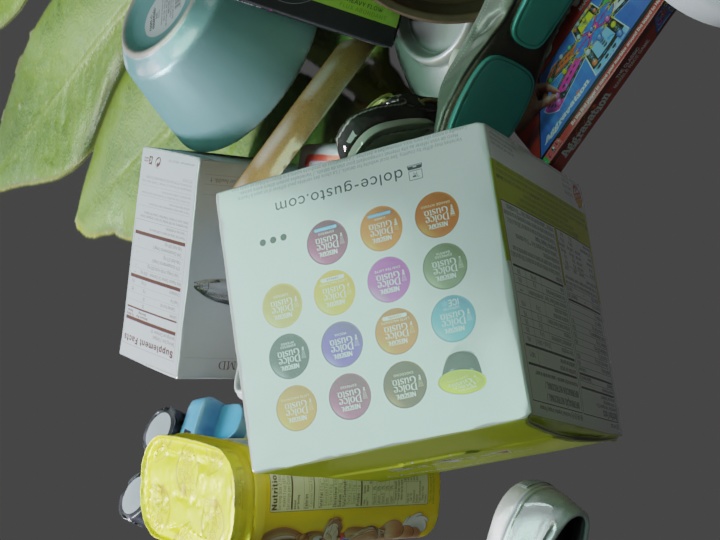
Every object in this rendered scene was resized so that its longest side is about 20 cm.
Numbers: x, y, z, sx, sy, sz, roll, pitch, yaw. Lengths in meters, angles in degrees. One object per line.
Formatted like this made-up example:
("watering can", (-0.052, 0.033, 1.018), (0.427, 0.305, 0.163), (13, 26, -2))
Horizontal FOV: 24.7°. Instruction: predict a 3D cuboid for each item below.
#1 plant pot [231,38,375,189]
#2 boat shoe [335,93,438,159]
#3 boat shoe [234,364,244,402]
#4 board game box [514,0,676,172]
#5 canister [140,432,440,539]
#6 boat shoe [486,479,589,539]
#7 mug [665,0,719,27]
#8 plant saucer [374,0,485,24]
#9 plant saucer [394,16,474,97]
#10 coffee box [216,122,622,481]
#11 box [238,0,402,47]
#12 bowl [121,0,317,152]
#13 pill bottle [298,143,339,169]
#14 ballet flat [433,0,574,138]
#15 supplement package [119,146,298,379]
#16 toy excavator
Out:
("plant pot", (-0.054, -0.120, 1.379), (0.200, 0.027, 0.200), (-52, 5, 7))
("boat shoe", (0.031, -0.097, 1.219), (0.072, 0.201, 0.061), (-48, 70, 19))
("boat shoe", (-0.061, 0.038, 1.399), (0.074, 0.065, 0.200), (-22, 41, 30))
("board game box", (0.166, -0.179, 1.174), (0.200, 0.019, 0.103), (-56, 44, 25))
("canister", (-0.054, 0.176, 1.323), (0.149, 0.200, 0.087), (2, 90, 55))
("boat shoe", (0.123, 0.255, 1.194), (0.069, 0.072, 0.200), (23, 98, 52))
("mug", (0.251, -0.240, 1.012), (0.149, 0.187, 0.153), (34, 131, 14))
("plant saucer", (0.065, -0.281, 1.212), (0.029, 0.200, 0.200), (-100, 15, -87))
("plant saucer", (0.076, -0.214, 1.297), (0.200, 0.050, 0.200), (-6, 82, 54))
("coffee box", (0.045, 0.034, 1.137), (0.200, 0.200, 0.198), (-14, 76, 23))
("box", (-0.046, -0.267, 1.330), (0.200, 0.149, 0.124), (-138, 64, -70))
("bowl", (-0.141, -0.220, 1.497), (0.201, 0.105, 0.201), (-30, 44, 34))
("pill bottle", (0.000, 0.000, 1.336), (0.112, 0.112, 0.200), (6, 93, 54))
("ballet flat", (0.100, -0.160, 1.178), (0.064, 0.067, 0.200), (33, 96, 53))
("supplement package", (-0.137, -0.007, 1.522), (0.117, 0.117, 0.200), (15, 100, 54))
("toy excavator", (-0.097, 0.152, 1.454), (0.200, 0.100, 0.195), (-12, 53, 46))
